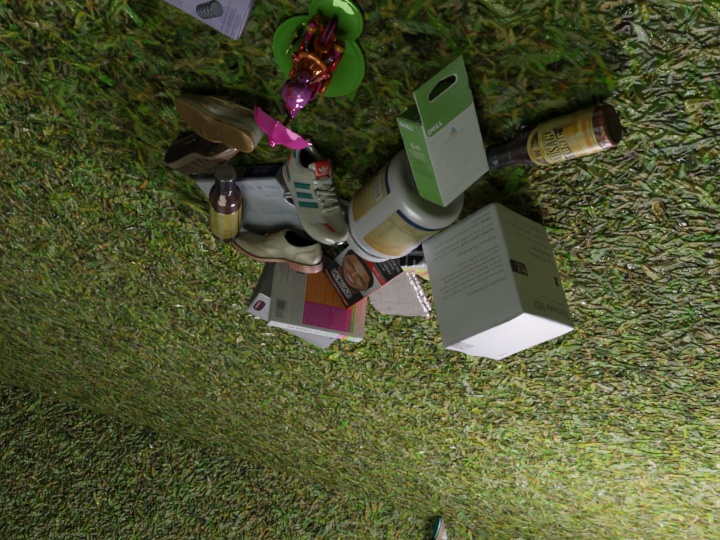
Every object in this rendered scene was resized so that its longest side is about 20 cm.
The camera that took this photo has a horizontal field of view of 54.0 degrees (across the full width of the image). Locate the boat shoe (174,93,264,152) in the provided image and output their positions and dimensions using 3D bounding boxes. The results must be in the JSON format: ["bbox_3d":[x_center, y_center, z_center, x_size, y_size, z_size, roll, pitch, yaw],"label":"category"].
[{"bbox_3d":[-0.235,-0.263,1.209,0.199,0.069,0.074,29,151,28],"label":"boat shoe"}]

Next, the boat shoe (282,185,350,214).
[{"bbox_3d":[-0.065,-0.110,1.350,0.074,0.065,0.202,-15,137,44],"label":"boat shoe"}]

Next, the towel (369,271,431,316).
[{"bbox_3d":[0.070,0.032,1.527,0.132,0.035,0.200,2,143,26],"label":"towel"}]

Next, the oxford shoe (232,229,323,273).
[{"bbox_3d":[-0.166,-0.057,1.432,0.198,0.071,0.074,13,125,11],"label":"oxford shoe"}]

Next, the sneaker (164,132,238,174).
[{"bbox_3d":[-0.277,-0.222,1.318,0.199,0.071,0.075,-3,161,38],"label":"sneaker"}]

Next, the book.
[{"bbox_3d":[-0.086,0.065,1.461,0.199,0.135,0.048,14,153,-18],"label":"book"}]

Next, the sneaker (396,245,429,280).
[{"bbox_3d":[0.116,-0.017,1.385,0.198,0.079,0.090,15,156,13],"label":"sneaker"}]

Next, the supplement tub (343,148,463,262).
[{"bbox_3d":[0.067,-0.106,1.207,0.144,0.145,0.200,30,148,-17],"label":"supplement tub"}]

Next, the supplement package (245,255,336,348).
[{"bbox_3d":[-0.122,0.049,1.542,0.199,0.157,0.111,27,149,-13],"label":"supplement package"}]

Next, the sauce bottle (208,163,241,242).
[{"bbox_3d":[-0.258,-0.129,1.354,0.064,0.065,0.200,20,148,0],"label":"sauce bottle"}]

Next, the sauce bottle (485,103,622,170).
[{"bbox_3d":[0.278,-0.188,1.039,0.199,0.066,0.066,-13,136,44],"label":"sauce bottle"}]

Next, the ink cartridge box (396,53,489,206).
[{"bbox_3d":[0.118,-0.206,1.038,0.059,0.104,0.201,31,153,44],"label":"ink cartridge box"}]

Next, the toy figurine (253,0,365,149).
[{"bbox_3d":[-0.079,-0.264,1.008,0.149,0.185,0.200,26,148,-10],"label":"toy figurine"}]

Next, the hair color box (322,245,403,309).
[{"bbox_3d":[0.000,0.000,1.382,0.102,0.061,0.200,57,155,3],"label":"hair color box"}]

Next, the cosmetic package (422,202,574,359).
[{"bbox_3d":[0.230,0.025,1.197,0.164,0.201,0.165,16,145,-43],"label":"cosmetic package"}]

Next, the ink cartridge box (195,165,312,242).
[{"bbox_3d":[-0.200,-0.130,1.421,0.198,0.041,0.200,3,146,27],"label":"ink cartridge box"}]

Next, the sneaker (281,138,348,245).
[{"bbox_3d":[-0.074,-0.139,1.223,0.070,0.201,0.094,-14,154,-28],"label":"sneaker"}]

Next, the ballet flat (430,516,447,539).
[{"bbox_3d":[0.322,1.120,2.935,0.065,0.201,0.071,19,-174,-7],"label":"ballet flat"}]

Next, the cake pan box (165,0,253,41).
[{"bbox_3d":[-0.218,-0.434,0.955,0.183,0.053,0.200,25,149,-11],"label":"cake pan box"}]
